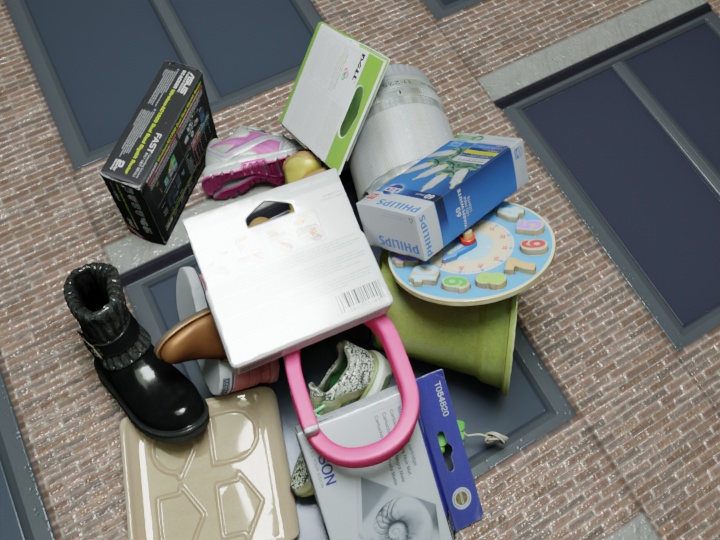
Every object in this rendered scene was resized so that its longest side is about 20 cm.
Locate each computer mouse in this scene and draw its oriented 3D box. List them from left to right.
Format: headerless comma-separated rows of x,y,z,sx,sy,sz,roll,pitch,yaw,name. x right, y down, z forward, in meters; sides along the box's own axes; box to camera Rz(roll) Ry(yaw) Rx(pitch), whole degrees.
0.000,0.000,0.882,0.033,0.206,0.059,4,21,6,computer mouse

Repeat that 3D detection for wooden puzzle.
-0.184,0.254,0.855,0.194,0.047,0.190,-9,66,-13,wooden puzzle

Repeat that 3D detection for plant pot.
0.111,0.046,0.904,0.178,0.202,0.206,5,63,12,plant pot

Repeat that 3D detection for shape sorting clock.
0.127,-0.029,0.817,0.194,0.040,0.202,-12,35,8,shape sorting clock

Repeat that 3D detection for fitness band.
-0.012,0.121,0.798,0.140,0.038,0.204,-15,58,-9,fitness band

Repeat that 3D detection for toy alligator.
0.087,0.207,0.883,0.194,0.060,0.055,18,64,5,toy alligator

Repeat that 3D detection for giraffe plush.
-0.091,-0.039,0.956,0.159,0.172,0.204,-30,104,-6,giraffe plush

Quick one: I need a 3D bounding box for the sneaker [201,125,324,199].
-0.144,-0.176,1.037,0.194,0.082,0.090,-11,65,-11,sneaker

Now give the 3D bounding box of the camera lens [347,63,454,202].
0.059,-0.165,1.000,0.155,0.161,0.205,-11,65,-9,camera lens

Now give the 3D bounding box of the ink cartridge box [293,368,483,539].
0.042,0.245,0.825,0.195,0.041,0.205,-19,96,-12,ink cartridge box

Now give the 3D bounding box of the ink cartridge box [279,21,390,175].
-0.017,-0.217,0.911,0.074,0.151,0.200,13,22,-35,ink cartridge box

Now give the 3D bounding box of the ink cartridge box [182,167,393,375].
-0.084,-0.003,0.805,0.195,0.045,0.180,-20,76,-16,ink cartridge box

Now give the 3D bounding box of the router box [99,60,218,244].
-0.275,-0.163,0.983,0.060,0.151,0.204,17,64,6,router box

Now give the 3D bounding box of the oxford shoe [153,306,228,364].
-0.145,0.082,0.831,0.196,0.072,0.072,-11,55,-38,oxford shoe

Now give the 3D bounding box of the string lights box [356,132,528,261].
0.101,-0.093,0.836,0.198,0.060,0.101,-36,33,-31,string lights box

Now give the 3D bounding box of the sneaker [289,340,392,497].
-0.044,0.172,0.855,0.088,0.076,0.203,37,75,-33,sneaker

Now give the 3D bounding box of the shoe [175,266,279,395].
-0.178,0.074,0.929,0.089,0.072,0.202,-3,46,-34,shoe

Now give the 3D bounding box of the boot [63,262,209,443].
-0.268,0.097,0.829,0.208,0.161,0.079,27,45,28,boot
